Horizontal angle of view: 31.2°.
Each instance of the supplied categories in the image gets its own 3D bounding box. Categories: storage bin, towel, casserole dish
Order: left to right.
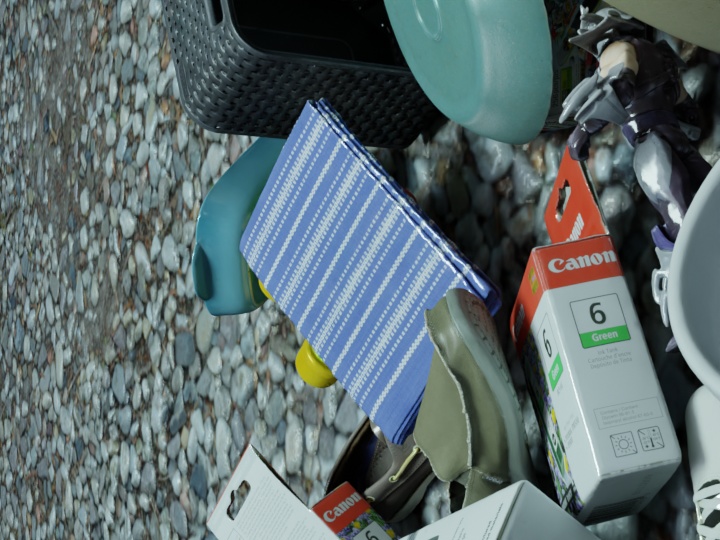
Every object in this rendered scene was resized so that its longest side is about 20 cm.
[{"bbox_3d":[-0.070,-0.044,1.038,0.038,0.200,0.122,15,130,22],"label":"casserole dish"},{"bbox_3d":[-0.031,-0.174,0.929,0.094,0.197,0.137,-45,52,49],"label":"storage bin"},{"bbox_3d":[0.000,0.000,0.867,0.200,0.024,0.146,50,128,26],"label":"towel"}]

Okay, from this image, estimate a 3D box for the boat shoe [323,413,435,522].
[{"bbox_3d":[0.032,0.117,0.949,0.201,0.059,0.072,-61,41,38],"label":"boat shoe"}]

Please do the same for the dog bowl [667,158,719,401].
[{"bbox_3d":[0.228,-0.004,0.515,0.199,0.079,0.201,-35,31,24],"label":"dog bowl"}]

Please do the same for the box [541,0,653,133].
[{"bbox_3d":[0.135,-0.195,0.813,0.110,0.034,0.203,-6,84,59],"label":"box"}]

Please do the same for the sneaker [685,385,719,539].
[{"bbox_3d":[0.200,0.153,0.657,0.072,0.072,0.203,-38,56,54],"label":"sneaker"}]

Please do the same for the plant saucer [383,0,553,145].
[{"bbox_3d":[0.055,-0.168,0.806,0.201,0.036,0.201,90,154,-59],"label":"plant saucer"}]

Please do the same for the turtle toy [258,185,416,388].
[{"bbox_3d":[-0.004,-0.018,0.966,0.146,0.100,0.202,-51,55,43],"label":"turtle toy"}]

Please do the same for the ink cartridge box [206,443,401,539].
[{"bbox_3d":[-0.020,0.222,0.962,0.200,0.050,0.110,44,130,17],"label":"ink cartridge box"}]

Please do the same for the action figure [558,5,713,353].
[{"bbox_3d":[0.161,-0.061,0.689,0.069,0.129,0.202,-39,63,38],"label":"action figure"}]

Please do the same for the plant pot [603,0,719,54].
[{"bbox_3d":[0.148,-0.204,0.633,0.186,0.197,0.191,-3,87,59],"label":"plant pot"}]

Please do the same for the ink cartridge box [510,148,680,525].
[{"bbox_3d":[0.124,0.037,0.755,0.109,0.050,0.203,93,165,-65],"label":"ink cartridge box"}]

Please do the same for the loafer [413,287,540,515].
[{"bbox_3d":[0.066,0.099,0.793,0.076,0.069,0.202,-100,-7,-53],"label":"loafer"}]

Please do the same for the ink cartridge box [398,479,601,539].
[{"bbox_3d":[0.081,0.224,0.770,0.200,0.145,0.085,-41,15,51],"label":"ink cartridge box"}]
